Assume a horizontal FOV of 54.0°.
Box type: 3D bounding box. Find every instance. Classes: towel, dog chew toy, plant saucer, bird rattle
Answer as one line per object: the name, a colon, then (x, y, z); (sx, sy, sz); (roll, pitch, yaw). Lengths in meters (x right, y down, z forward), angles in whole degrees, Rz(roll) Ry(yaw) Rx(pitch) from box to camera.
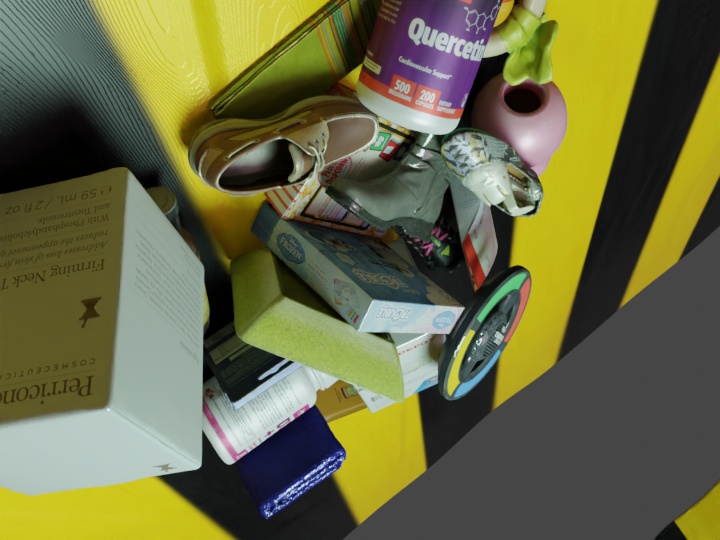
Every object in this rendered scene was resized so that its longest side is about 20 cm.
towel: (-0.118, 0.245, 1.026); (0.146, 0.200, 0.050); (-33, 132, -10)
dog chew toy: (0.204, -0.172, 0.944); (0.123, 0.125, 0.201); (-34, 158, -10)
towel: (-0.054, -0.196, 0.700); (0.199, 0.018, 0.086); (-40, 150, -3)
plant saucer: (-0.045, 0.044, 0.785); (0.196, 0.200, 0.049); (25, 106, -21)
bird rattle: (0.157, -0.296, 0.743); (0.159, 0.114, 0.203); (-12, 140, -14)

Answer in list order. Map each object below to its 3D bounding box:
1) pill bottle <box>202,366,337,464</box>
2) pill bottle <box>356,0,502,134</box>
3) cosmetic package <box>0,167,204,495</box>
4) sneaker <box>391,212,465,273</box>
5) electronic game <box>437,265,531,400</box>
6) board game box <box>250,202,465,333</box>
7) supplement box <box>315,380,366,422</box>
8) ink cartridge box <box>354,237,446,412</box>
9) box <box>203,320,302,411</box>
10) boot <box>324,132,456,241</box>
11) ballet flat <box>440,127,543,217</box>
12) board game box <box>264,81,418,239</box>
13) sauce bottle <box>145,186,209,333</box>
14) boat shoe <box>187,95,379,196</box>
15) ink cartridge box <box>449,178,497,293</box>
pill bottle: (-0.132, 0.166, 0.990); (0.198, 0.114, 0.114); (-34, 150, -12)
pill bottle: (0.073, -0.243, 0.672); (0.111, 0.112, 0.204); (-7, 124, -44)
cosmetic package: (-0.234, 0.057, 0.585); (0.163, 0.205, 0.167); (-11, 150, 6)
sneaker: (0.101, -0.051, 1.004); (0.074, 0.088, 0.199); (-43, 150, 6)
electronic game: (0.167, 0.084, 0.937); (0.199, 0.041, 0.203); (-39, 147, -31)
board game box: (0.000, 0.000, 0.836); (0.198, 0.198, 0.044); (8, 117, -54)
supplement box: (-0.050, 0.217, 1.190); (0.197, 0.068, 0.069); (-11, 157, -40)
ink cartridge box: (0.037, 0.085, 1.016); (0.144, 0.149, 0.201); (-23, 152, 0)
box: (-0.121, 0.098, 0.848); (0.120, 0.199, 0.033); (-33, 113, -13)
boot: (0.048, -0.115, 0.806); (0.198, 0.067, 0.133); (9, 112, -54)
ballet flat: (0.164, -0.105, 0.830); (0.072, 0.072, 0.198); (-50, 144, 18)
board game box: (0.001, -0.120, 0.837); (0.198, 0.046, 0.153); (9, 124, -54)
sauce bottle: (-0.197, -0.001, 0.741); (0.064, 0.065, 0.202); (-26, 149, -23)
boat shoe: (-0.064, -0.113, 0.684); (0.196, 0.072, 0.077); (-20, 134, -20)
ink cartridge box: (0.170, -0.039, 0.995); (0.046, 0.205, 0.160); (-15, 154, 12)
